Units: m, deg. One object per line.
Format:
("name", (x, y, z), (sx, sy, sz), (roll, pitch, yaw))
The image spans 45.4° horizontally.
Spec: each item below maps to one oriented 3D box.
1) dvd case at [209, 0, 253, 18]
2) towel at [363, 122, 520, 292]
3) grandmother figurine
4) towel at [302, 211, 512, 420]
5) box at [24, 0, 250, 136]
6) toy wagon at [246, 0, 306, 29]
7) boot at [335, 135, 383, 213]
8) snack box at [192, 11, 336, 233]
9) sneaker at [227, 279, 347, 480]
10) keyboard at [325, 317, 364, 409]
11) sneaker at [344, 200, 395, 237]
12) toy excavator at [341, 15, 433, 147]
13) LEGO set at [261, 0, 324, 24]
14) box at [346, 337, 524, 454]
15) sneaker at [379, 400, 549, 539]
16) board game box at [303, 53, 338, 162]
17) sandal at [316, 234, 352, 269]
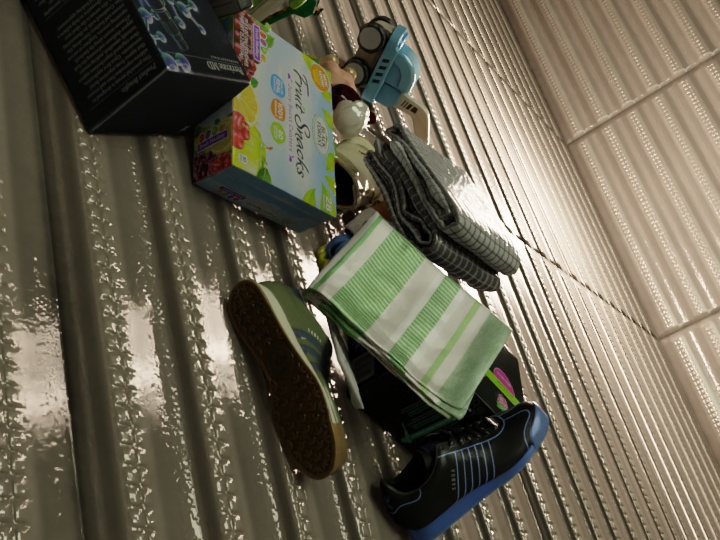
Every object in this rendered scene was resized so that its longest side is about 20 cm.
("dvd case", (-0.200, -0.362, 0.909), (0.025, 0.149, 0.202), (-37, 117, -39))
("towel", (0.096, -0.074, 1.076), (0.165, 0.086, 0.201), (27, 26, -46))
("grandmother figurine", (-0.023, -0.250, 1.261), (0.120, 0.061, 0.201), (23, 27, -20))
("towel", (0.054, 0.043, 0.890), (0.200, 0.023, 0.153), (40, 49, 1))
("box", (-0.224, -0.244, 0.837), (0.201, 0.107, 0.148), (62, 23, 4))
("toy wagon", (-0.129, -0.391, 1.077), (0.155, 0.199, 0.040), (49, 11, -22))
("boot", (0.016, -0.093, 1.178), (0.201, 0.072, 0.155), (53, 23, 1))
("snack box", (-0.105, -0.166, 0.972), (0.168, 0.067, 0.202), (26, 55, -47))
("sneaker", (-0.050, 0.096, 0.834), (0.090, 0.067, 0.201), (-2, 61, -58))
("keyboard", (-0.021, 0.081, 0.882), (0.200, 0.011, 0.057), (-118, -171, -75))
("sneaker", (0.066, -0.002, 1.129), (0.201, 0.084, 0.073), (56, -14, -21))
("toy excavator", (0.064, -0.305, 1.464), (0.199, 0.196, 0.100), (29, 26, 1))
("LEGO set", (-0.135, -0.418, 1.164), (0.201, 0.153, 0.116), (53, 24, -21))
("box", (0.092, 0.125, 1.017), (0.200, 0.124, 0.149), (44, 28, -28))
("sneaker", (0.110, 0.194, 0.907), (0.078, 0.200, 0.070), (55, -13, -17))
("board game box", (-0.089, -0.219, 1.125), (0.095, 0.030, 0.202), (9, 51, -24))
("sandal", (0.000, 0.000, 0.998), (0.080, 0.087, 0.200), (48, 10, -19))
